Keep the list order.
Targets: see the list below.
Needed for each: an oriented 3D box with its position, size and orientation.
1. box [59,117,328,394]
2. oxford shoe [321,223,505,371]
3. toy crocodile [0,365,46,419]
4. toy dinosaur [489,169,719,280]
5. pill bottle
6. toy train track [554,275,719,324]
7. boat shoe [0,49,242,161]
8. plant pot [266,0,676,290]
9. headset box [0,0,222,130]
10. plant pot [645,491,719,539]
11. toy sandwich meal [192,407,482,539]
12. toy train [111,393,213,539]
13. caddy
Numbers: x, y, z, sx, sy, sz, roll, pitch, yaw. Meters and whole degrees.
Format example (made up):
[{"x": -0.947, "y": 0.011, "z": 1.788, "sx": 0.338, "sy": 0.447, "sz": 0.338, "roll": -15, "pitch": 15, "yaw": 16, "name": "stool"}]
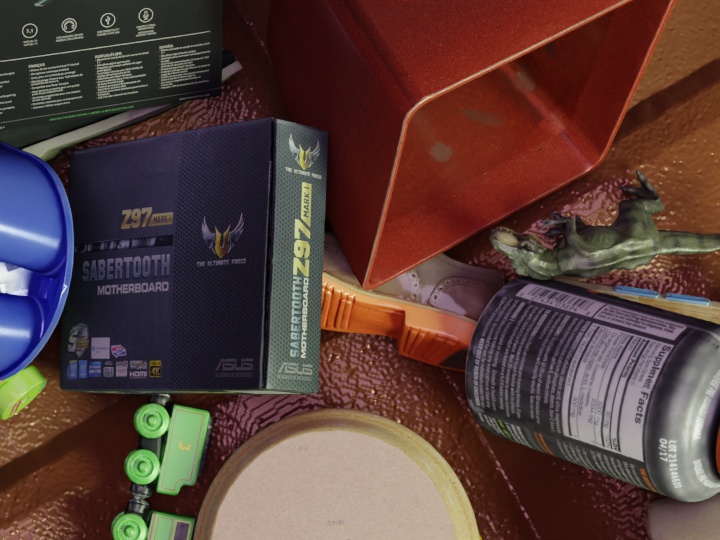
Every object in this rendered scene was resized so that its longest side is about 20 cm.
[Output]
[{"x": -0.107, "y": -0.003, "z": 0.980, "sx": 0.198, "sy": 0.051, "sz": 0.160, "roll": -3, "pitch": 81, "yaw": 42, "name": "box"}, {"x": 0.000, "y": 0.000, "z": 1.036, "sx": 0.198, "sy": 0.071, "sz": 0.074, "roll": 22, "pitch": 67, "yaw": -4, "name": "oxford shoe"}, {"x": -0.271, "y": 0.086, "z": 1.022, "sx": 0.200, "sy": 0.062, "sz": 0.068, "roll": -41, "pitch": 85, "yaw": -4, "name": "toy crocodile"}, {"x": 0.170, "y": -0.025, "z": 1.021, "sx": 0.197, "sy": 0.088, "sz": 0.048, "roll": -9, "pitch": 114, "yaw": -12, "name": "toy dinosaur"}, {"x": 0.168, "y": 0.075, "z": 0.953, "sx": 0.199, "sy": 0.106, "sz": 0.107, "roll": 17, "pitch": 82, "yaw": 40, "name": "pill bottle"}, {"x": 0.225, "y": 0.024, "z": 1.036, "sx": 0.197, "sy": 0.033, "sz": 0.116, "roll": 8, "pitch": 124, "yaw": 10, "name": "toy train track"}, {"x": -0.178, "y": -0.120, "z": 1.039, "sx": 0.197, "sy": 0.075, "sz": 0.067, "roll": -21, "pitch": 96, "yaw": 7, "name": "boat shoe"}, {"x": 0.047, "y": -0.144, "z": 0.972, "sx": 0.198, "sy": 0.201, "sz": 0.177, "roll": -27, "pitch": 68, "yaw": -22, "name": "plant pot"}, {"x": -0.172, "y": -0.196, "z": 0.915, "sx": 0.172, "sy": 0.202, "sz": 0.093, "roll": -13, "pitch": 39, "yaw": -21, "name": "headset box"}, {"x": 0.273, "y": 0.190, "z": 0.957, "sx": 0.181, "sy": 0.200, "sz": 0.203, "roll": -11, "pitch": 84, "yaw": 10, "name": "plant pot"}, {"x": -0.009, "y": 0.188, "z": 1.011, "sx": 0.202, "sy": 0.070, "sz": 0.208, "roll": -1, "pitch": 81, "yaw": 4, "name": "toy sandwich meal"}, {"x": -0.136, "y": 0.180, "z": 1.024, "sx": 0.056, "sy": 0.042, "sz": 0.203, "roll": 11, "pitch": 84, "yaw": -9, "name": "toy train"}, {"x": -0.255, "y": -0.015, "z": 0.972, "sx": 0.199, "sy": 0.104, "sz": 0.143, "roll": 24, "pitch": 98, "yaw": 41, "name": "caddy"}]
